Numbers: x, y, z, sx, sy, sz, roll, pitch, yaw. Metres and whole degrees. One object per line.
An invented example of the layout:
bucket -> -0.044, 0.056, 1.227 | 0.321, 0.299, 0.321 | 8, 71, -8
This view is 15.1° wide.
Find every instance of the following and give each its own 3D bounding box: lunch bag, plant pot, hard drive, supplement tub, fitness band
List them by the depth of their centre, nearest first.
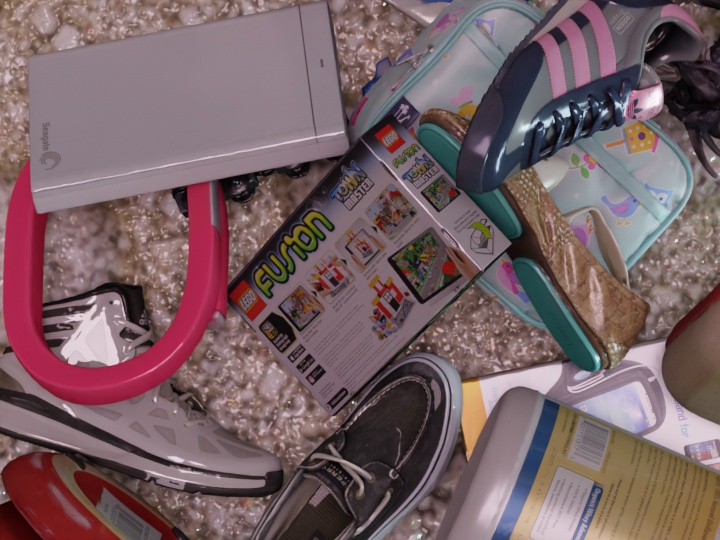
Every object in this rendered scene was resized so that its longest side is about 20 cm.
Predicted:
supplement tub -> 0.153, 0.171, 1.647 | 0.199, 0.145, 0.145 | 24, 90, 1
plant pot -> -0.185, 0.229, 1.668 | 0.200, 0.200, 0.183 | 40, 94, 3
lunch bag -> 0.100, -0.075, 1.700 | 0.200, 0.077, 0.160 | 41, 102, -14
fitness band -> -0.155, -0.009, 1.716 | 0.143, 0.037, 0.201 | -9, 61, 14
hard drive -> -0.111, -0.106, 1.725 | 0.199, 0.027, 0.132 | -11, 45, 3

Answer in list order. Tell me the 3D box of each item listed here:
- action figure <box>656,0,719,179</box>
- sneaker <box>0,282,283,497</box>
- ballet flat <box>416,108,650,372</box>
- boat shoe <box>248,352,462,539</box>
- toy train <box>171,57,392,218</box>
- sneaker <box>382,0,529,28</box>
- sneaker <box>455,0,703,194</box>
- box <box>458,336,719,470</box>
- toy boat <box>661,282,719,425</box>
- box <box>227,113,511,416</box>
action figure -> 0.209, -0.164, 1.702 | 0.102, 0.119, 0.201 | 17, 112, 29
sneaker -> -0.135, 0.072, 1.736 | 0.200, 0.076, 0.116 | 16, 91, 6
ballet flat -> 0.109, -0.030, 1.650 | 0.065, 0.070, 0.200 | -41, 110, -18
boat shoe -> -0.006, 0.139, 1.714 | 0.072, 0.071, 0.200 | 36, 97, 23
toy train -> -0.032, -0.090, 1.758 | 0.199, 0.034, 0.046 | -24, 75, 3
sneaker -> 0.028, -0.228, 1.733 | 0.200, 0.077, 0.111 | 33, 96, -1
sneaker -> 0.130, -0.105, 1.587 | 0.082, 0.070, 0.200 | 29, 55, 16
box -> 0.167, 0.109, 1.739 | 0.199, 0.041, 0.119 | -12, 88, 0
toy boat -> 0.266, 0.027, 1.628 | 0.130, 0.200, 0.131 | 23, 76, -1
box -> 0.000, 0.000, 1.684 | 0.110, 0.200, 0.035 | 48, 49, 3
